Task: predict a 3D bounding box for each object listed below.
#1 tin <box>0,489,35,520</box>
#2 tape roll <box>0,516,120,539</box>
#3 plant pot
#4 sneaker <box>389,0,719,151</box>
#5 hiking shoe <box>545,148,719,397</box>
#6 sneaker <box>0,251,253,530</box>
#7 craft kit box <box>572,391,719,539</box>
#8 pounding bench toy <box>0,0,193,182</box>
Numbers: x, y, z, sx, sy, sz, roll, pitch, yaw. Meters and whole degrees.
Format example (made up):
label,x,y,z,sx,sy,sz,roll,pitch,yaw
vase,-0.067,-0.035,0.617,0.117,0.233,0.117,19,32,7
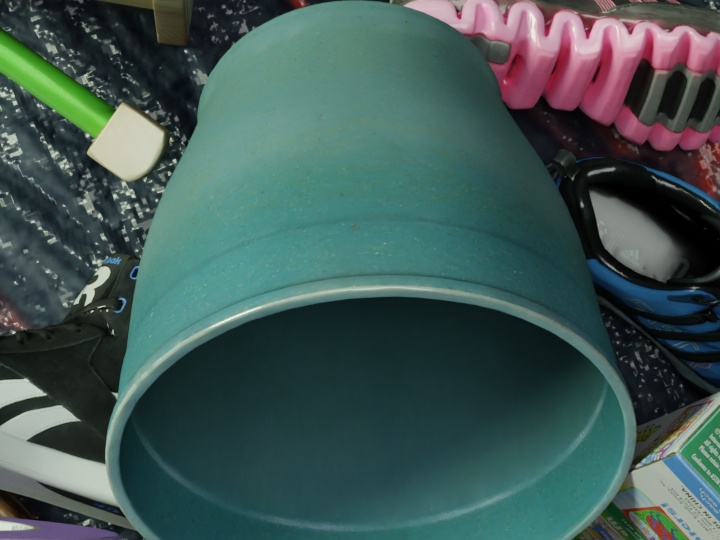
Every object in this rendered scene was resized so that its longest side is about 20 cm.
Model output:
label,x,y,z,sx,sy,sz,roll,pitch,yaw
tin,-0.230,0.157,0.857,0.199,0.042,0.113,-19,91,-6
tape roll,-0.192,0.125,0.744,0.198,0.200,0.066,4,86,-4
plant pot,0.000,0.000,0.797,0.198,0.201,0.189,0,50,-4
sneaker,0.102,-0.115,0.891,0.198,0.079,0.096,9,53,-15
hiking shoe,0.160,0.015,0.872,0.199,0.087,0.075,27,84,-2
sneaker,-0.141,0.036,0.844,0.199,0.073,0.113,22,67,-24
craft kit box,0.172,0.146,0.806,0.048,0.198,0.200,-43,90,-21
pounding bench toy,-0.147,-0.144,0.844,0.155,0.124,0.202,8,85,-4
